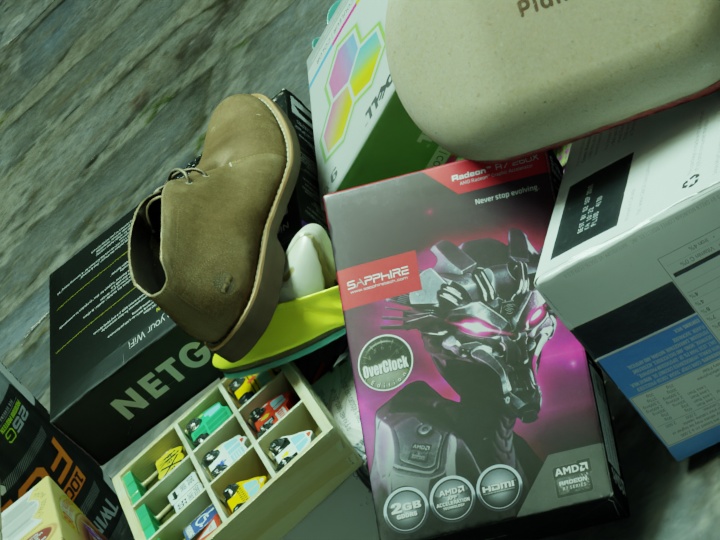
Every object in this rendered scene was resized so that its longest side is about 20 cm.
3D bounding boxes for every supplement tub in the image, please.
[{"bbox_3d":[-0.225,0.141,1.850,0.122,0.200,0.123,-36,21,16],"label":"supplement tub"}]

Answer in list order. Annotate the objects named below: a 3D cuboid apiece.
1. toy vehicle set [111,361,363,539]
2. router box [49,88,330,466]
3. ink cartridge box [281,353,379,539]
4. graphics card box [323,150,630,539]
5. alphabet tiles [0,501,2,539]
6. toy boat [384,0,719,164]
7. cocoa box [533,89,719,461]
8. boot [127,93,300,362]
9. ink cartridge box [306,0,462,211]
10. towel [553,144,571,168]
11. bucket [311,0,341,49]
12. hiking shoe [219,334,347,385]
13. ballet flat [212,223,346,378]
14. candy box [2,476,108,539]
[{"bbox_3d":[-0.071,0.109,1.628,0.124,0.027,0.200,-43,17,0],"label":"toy vehicle set"},{"bbox_3d":[-0.098,0.003,1.765,0.200,0.051,0.150,-37,31,20],"label":"router box"},{"bbox_3d":[0.006,0.113,1.645,0.200,0.084,0.145,-40,19,5],"label":"ink cartridge box"},{"bbox_3d":[0.058,0.042,1.533,0.125,0.051,0.201,-13,69,11],"label":"graphics card box"},{"bbox_3d":[-0.209,0.236,1.682,0.200,0.007,0.168,109,158,-57],"label":"alphabet tiles"},{"bbox_3d":[0.114,-0.128,1.528,0.199,0.131,0.131,-18,-12,18],"label":"toy boat"},{"bbox_3d":[0.189,-0.028,1.527,0.133,0.131,0.200,-28,23,29],"label":"cocoa box"},{"bbox_3d":[-0.083,-0.042,1.667,0.074,0.075,0.201,-46,25,33],"label":"boot"},{"bbox_3d":[0.021,-0.091,1.715,0.104,0.059,0.201,-58,24,34],"label":"ink cartridge box"},{"bbox_3d":[0.089,-0.070,1.746,0.200,0.023,0.144,-48,31,49],"label":"towel"},{"bbox_3d":[0.085,-0.157,1.987,0.207,0.135,0.207,-37,20,15],"label":"bucket"},{"bbox_3d":[-0.053,0.027,1.794,0.076,0.100,0.201,65,-141,-87],"label":"hiking shoe"},{"bbox_3d":[0.000,0.000,1.641,0.199,0.067,0.067,-17,16,21],"label":"ballet flat"},{"bbox_3d":[-0.153,0.206,1.703,0.056,0.117,0.200,-40,19,1],"label":"candy box"}]
